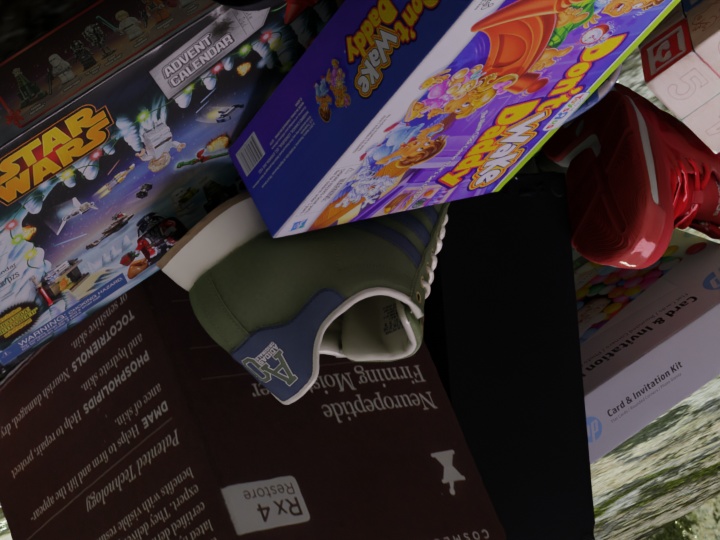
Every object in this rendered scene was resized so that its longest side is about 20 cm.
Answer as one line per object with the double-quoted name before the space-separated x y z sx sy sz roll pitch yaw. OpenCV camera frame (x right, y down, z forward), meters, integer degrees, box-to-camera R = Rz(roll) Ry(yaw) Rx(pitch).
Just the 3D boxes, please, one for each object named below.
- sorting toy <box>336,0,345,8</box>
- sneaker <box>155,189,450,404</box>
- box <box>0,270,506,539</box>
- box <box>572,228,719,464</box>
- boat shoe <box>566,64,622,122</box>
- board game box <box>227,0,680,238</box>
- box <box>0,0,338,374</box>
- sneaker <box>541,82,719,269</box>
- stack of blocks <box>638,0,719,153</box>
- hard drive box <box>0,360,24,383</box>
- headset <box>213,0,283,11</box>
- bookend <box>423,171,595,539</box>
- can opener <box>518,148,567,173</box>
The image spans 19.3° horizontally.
"sorting toy" 0.059 -0.142 0.933 0.199 0.037 0.185 -25 149 15
"sneaker" 0.000 0.000 0.935 0.067 0.090 0.200 -42 169 38
"box" -0.056 0.112 1.015 0.165 0.201 0.164 -4 153 -44
"box" 0.134 0.033 1.217 0.155 0.041 0.200 -33 -158 -12
"boat shoe" 0.034 -0.088 1.065 0.198 0.073 0.072 -14 176 7
"board game box" 0.051 -0.095 0.839 0.134 0.045 0.200 -14 157 -40
"box" -0.094 -0.052 0.867 0.199 0.040 0.137 -34 150 -9
"sneaker" 0.170 -0.047 1.137 0.115 0.201 0.079 21 116 -13
"stack of blocks" 0.223 -0.160 1.002 0.199 0.116 0.058 -36 122 27
"hard drive box" -0.157 -0.004 1.017 0.198 0.077 0.156 -17 161 -27
"headset" -0.046 -0.155 0.762 0.198 0.095 0.124 -9 163 0
"bookend" 0.021 0.058 1.132 0.091 0.202 0.198 -3 176 -37
"can opener" 0.092 -0.071 1.263 0.067 0.053 0.200 -57 164 -5
